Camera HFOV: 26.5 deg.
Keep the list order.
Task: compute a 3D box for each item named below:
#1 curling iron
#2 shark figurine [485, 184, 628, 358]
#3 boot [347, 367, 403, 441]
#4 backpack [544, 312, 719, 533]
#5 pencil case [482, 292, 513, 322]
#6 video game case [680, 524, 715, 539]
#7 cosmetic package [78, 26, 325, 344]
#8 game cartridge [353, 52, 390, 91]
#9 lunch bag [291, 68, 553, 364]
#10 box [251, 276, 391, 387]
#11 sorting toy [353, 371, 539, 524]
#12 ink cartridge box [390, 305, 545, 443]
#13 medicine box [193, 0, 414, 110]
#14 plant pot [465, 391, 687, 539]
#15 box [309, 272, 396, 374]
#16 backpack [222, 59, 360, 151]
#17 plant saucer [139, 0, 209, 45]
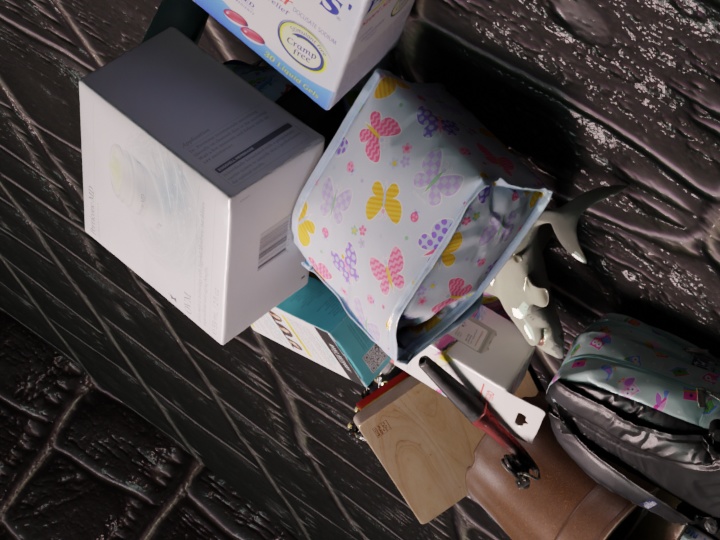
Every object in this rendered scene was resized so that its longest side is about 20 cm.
[{"bbox_3d":[0.118,0.145,1.478,0.200,0.025,0.050,50,-168,-30],"label":"curling iron"},{"bbox_3d":[0.163,-0.026,1.376,0.128,0.089,0.215,38,151,19],"label":"shark figurine"},{"bbox_3d":[0.018,0.127,1.790,0.073,0.155,0.203,25,-173,40],"label":"boot"},{"bbox_3d":[0.274,0.132,1.422,0.199,0.127,0.167,24,143,20],"label":"backpack"},{"bbox_3d":[0.125,0.011,1.538,0.087,0.088,0.200,39,163,11],"label":"pencil case"},{"bbox_3d":[0.375,0.341,1.856,0.182,0.022,0.200,31,159,31],"label":"video game case"},{"bbox_3d":[-0.152,-0.078,1.415,0.200,0.123,0.200,38,144,24],"label":"cosmetic package"},{"bbox_3d":[-0.056,-0.251,1.404,0.200,0.042,0.133,39,157,9],"label":"game cartridge"},{"bbox_3d":[0.042,-0.045,1.339,0.127,0.201,0.170,7,-147,-50],"label":"lunch bag"},{"bbox_3d":[-0.056,0.045,1.531,0.200,0.049,0.082,23,153,49],"label":"box"},{"bbox_3d":[0.103,0.163,1.772,0.070,0.198,0.200,51,174,50],"label":"sorting toy"},{"bbox_3d":[0.104,0.081,1.502,0.199,0.068,0.117,32,161,10],"label":"ink cartridge box"},{"bbox_3d":[-0.046,-0.260,1.226,0.182,0.103,0.200,40,155,7],"label":"medicine box"},{"bbox_3d":[0.236,0.251,1.703,0.198,0.200,0.201,40,163,34],"label":"plant pot"},{"bbox_3d":[0.000,0.000,1.652,0.200,0.160,0.049,41,132,7],"label":"box"},{"bbox_3d":[-0.084,-0.127,1.535,0.199,0.147,0.184,17,136,41],"label":"backpack"},{"bbox_3d":[-0.189,-0.218,1.513,0.039,0.202,0.201,26,163,-5],"label":"plant saucer"}]
